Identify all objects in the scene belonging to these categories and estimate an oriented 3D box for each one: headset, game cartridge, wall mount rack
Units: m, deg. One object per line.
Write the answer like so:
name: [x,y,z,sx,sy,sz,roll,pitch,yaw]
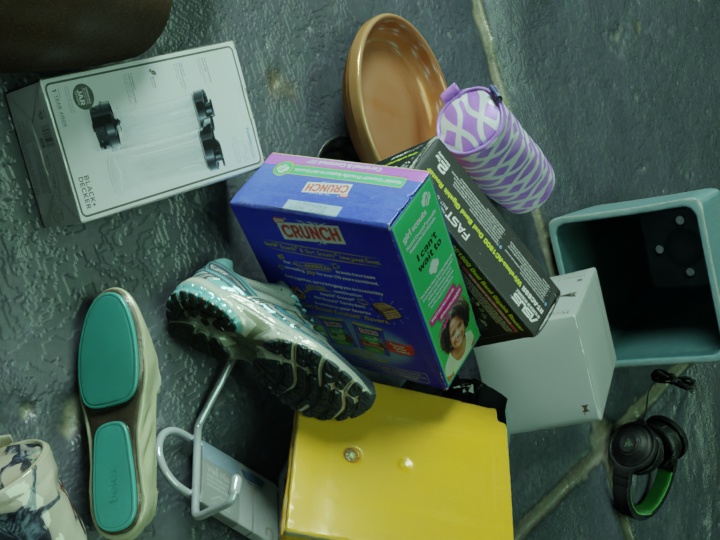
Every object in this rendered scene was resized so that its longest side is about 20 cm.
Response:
headset: [0.389,0.230,1.429,0.123,0.093,0.202,-3,100,-45]
game cartridge: [0.035,0.179,0.958,0.198,0.033,0.177,14,43,-8]
wall mount rack: [-0.089,0.165,0.983,0.200,0.074,0.175,41,30,-36]

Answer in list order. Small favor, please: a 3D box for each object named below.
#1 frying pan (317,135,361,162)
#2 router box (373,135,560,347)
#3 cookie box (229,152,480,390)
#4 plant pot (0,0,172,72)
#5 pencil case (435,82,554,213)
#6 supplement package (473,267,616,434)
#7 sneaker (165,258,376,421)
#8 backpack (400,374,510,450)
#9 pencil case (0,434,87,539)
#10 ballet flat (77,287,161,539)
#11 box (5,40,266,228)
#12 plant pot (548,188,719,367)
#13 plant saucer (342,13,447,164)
frying pan: [-0.013,-0.115,1.104,0.114,0.031,0.192,9,70,-47]
router box: [0.069,-0.016,1.021,0.200,0.149,0.062,49,56,-19]
cookie box: [0.000,0.000,0.976,0.075,0.170,0.201,-55,141,-32]
plant pot: [-0.240,-0.223,0.808,0.199,0.185,0.189,6,82,-58]
pencil case: [0.148,-0.130,1.197,0.084,0.086,0.200,-42,148,7]
supplement package: [0.205,0.084,1.195,0.200,0.116,0.118,-40,117,-68]
sneaker: [-0.066,0.052,0.959,0.199,0.078,0.087,32,43,0]
backpack: [0.068,0.194,1.067,0.201,0.166,0.127,-59,168,-46]
pencil case: [-0.232,0.222,0.830,0.077,0.089,0.201,-28,108,-12]
ballet flat: [-0.191,0.117,0.891,0.069,0.069,0.202,9,74,-44]
box: [-0.182,-0.117,0.918,0.199,0.060,0.118,-25,104,-43]
plant pot: [0.382,-0.005,1.385,0.200,0.194,0.198,-26,105,-53]
plant saucer: [0.038,-0.162,1.129,0.200,0.037,0.202,23,62,-53]
